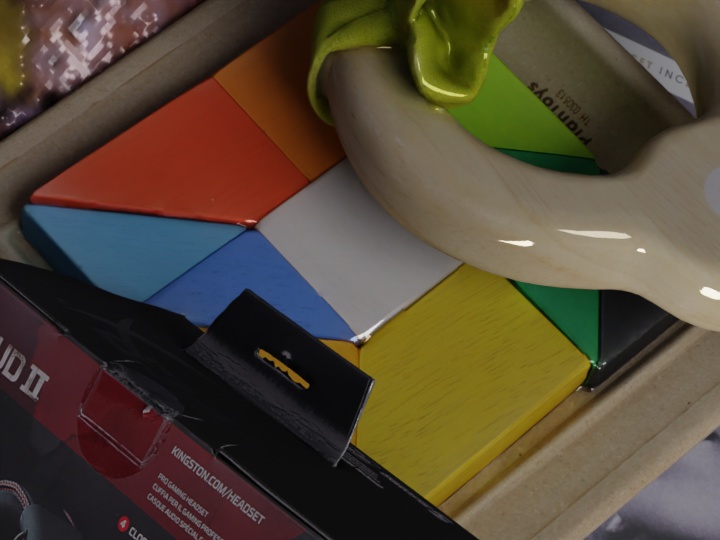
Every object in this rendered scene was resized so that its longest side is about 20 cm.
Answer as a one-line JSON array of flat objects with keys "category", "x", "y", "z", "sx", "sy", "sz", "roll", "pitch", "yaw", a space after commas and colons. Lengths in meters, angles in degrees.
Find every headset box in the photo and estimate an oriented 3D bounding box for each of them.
[{"category": "headset box", "x": -0.059, "y": 0.102, "z": 0.637, "sx": 0.075, "sy": 0.149, "sz": 0.200, "roll": 18, "pitch": 101, "yaw": -46}]

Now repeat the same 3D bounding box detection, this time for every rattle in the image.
[{"category": "rattle", "x": 0.089, "y": -0.057, "z": 0.686, "sx": 0.130, "sy": 0.200, "sz": 0.143, "roll": -29, "pitch": 149, "yaw": -46}]

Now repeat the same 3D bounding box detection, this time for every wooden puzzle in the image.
[{"category": "wooden puzzle", "x": 0.000, "y": 0.000, "z": 0.736, "sx": 0.200, "sy": 0.037, "sz": 0.185, "roll": -38, "pitch": 73, "yaw": -17}]

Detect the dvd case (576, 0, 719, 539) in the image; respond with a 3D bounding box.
[{"category": "dvd case", "x": 0.068, "y": 0.022, "z": 0.776, "sx": 0.148, "sy": 0.016, "sz": 0.200, "roll": 24, "pitch": 65, "yaw": -7}]
